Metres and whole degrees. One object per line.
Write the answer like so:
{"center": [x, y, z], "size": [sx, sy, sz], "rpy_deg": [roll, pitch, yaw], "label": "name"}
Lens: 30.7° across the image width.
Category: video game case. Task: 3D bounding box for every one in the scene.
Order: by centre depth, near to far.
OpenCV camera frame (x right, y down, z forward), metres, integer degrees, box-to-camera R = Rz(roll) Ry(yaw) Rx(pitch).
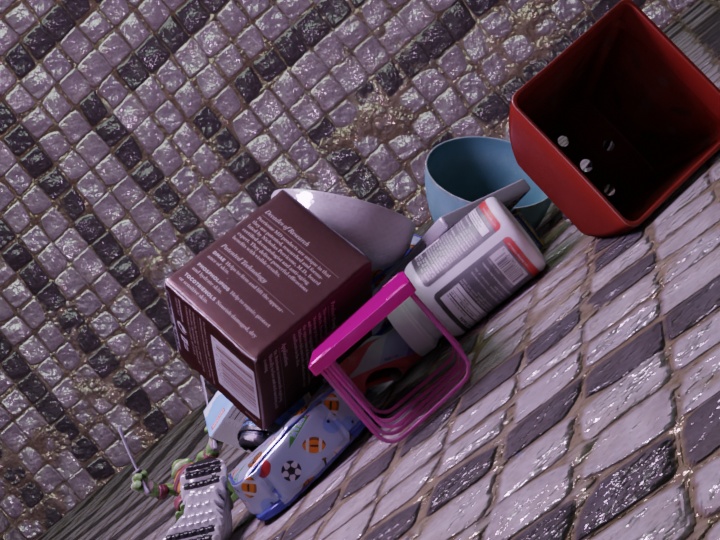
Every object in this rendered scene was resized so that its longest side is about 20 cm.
{"center": [0.125, -0.042, 1.804], "size": [0.199, 0.022, 0.182], "rpy_deg": [-25, -17, -45], "label": "video game case"}

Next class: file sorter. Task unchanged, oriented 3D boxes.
{"center": [0.036, 0.098, 1.461], "size": [0.139, 0.126, 0.200], "rpy_deg": [-40, 2, 2], "label": "file sorter"}

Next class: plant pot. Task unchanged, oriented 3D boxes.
{"center": [0.290, -0.155, 1.543], "size": [0.200, 0.200, 0.176], "rpy_deg": [-41, -8, -16], "label": "plant pot"}
{"center": [0.188, -0.095, 1.989], "size": [0.200, 0.199, 0.136], "rpy_deg": [-44, -31, -47], "label": "plant pot"}

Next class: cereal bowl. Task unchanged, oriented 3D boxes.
{"center": [-0.031, -0.043, 1.747], "size": [0.200, 0.198, 0.084], "rpy_deg": [156, 128, -76], "label": "cereal bowl"}

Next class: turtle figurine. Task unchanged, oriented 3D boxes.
{"center": [-0.265, 0.286, 1.927], "size": [0.142, 0.202, 0.194], "rpy_deg": [-8, 17, -22], "label": "turtle figurine"}

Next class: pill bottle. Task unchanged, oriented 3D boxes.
{"center": [0.127, 0.010, 1.672], "size": [0.199, 0.116, 0.116], "rpy_deg": [-39, 4, 10], "label": "pill bottle"}

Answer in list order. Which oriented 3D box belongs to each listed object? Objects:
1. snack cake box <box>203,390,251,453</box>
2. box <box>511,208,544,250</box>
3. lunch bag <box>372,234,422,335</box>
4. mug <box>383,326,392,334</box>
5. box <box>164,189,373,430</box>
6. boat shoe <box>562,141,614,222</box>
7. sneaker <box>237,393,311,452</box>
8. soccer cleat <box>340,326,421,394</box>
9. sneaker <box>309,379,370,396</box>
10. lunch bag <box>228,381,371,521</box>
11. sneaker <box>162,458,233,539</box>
{"center": [-0.126, 0.167, 1.899], "size": [0.201, 0.114, 0.067], "rpy_deg": [-54, 29, 16], "label": "snack cake box"}
{"center": [0.161, 0.002, 1.831], "size": [0.199, 0.064, 0.070], "rpy_deg": [-39, 2, 10], "label": "box"}
{"center": [0.000, 0.000, 1.907], "size": [0.200, 0.169, 0.125], "rpy_deg": [-43, -38, -36], "label": "lunch bag"}
{"center": [-0.029, 0.116, 1.999], "size": [0.185, 0.115, 0.152], "rpy_deg": [-41, 4, -16], "label": "mug"}
{"center": [-0.108, 0.048, 1.610], "size": [0.200, 0.164, 0.167], "rpy_deg": [-40, -28, -26], "label": "box"}
{"center": [0.329, -0.137, 1.855], "size": [0.200, 0.057, 0.067], "rpy_deg": [-43, 5, -39], "label": "boat shoe"}
{"center": [-0.125, 0.174, 1.713], "size": [0.076, 0.201, 0.111], "rpy_deg": [-6, 30, 38], "label": "sneaker"}
{"center": [0.058, 0.107, 1.750], "size": [0.199, 0.073, 0.069], "rpy_deg": [-24, -33, -24], "label": "soccer cleat"}
{"center": [-0.050, 0.171, 1.841], "size": [0.120, 0.084, 0.201], "rpy_deg": [-25, -21, -36], "label": "sneaker"}
{"center": [-0.071, 0.213, 1.604], "size": [0.200, 0.076, 0.160], "rpy_deg": [-41, 2, -8], "label": "lunch bag"}
{"center": [-0.189, 0.320, 1.592], "size": [0.074, 0.082, 0.201], "rpy_deg": [-9, 32, 13], "label": "sneaker"}
